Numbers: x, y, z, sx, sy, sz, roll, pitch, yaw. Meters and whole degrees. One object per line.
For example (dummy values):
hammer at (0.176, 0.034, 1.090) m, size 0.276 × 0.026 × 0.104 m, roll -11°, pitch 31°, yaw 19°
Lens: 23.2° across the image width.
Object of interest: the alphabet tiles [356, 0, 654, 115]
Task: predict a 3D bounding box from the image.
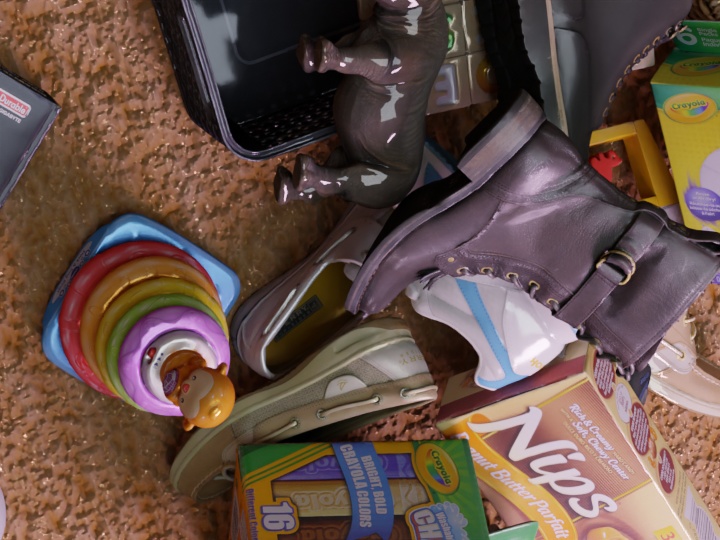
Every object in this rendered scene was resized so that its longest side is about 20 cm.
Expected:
alphabet tiles at (0.090, -0.191, 1.093) m, size 0.199 × 0.008 × 0.168 m, roll -14°, pitch 111°, yaw -17°

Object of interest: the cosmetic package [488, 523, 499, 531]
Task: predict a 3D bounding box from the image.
cosmetic package at (0.026, 0.256, 1.255) m, size 0.199 × 0.103 × 0.088 m, roll -8°, pitch 110°, yaw -17°

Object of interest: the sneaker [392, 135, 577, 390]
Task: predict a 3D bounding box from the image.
sneaker at (0.055, -0.017, 1.130) m, size 0.081 × 0.076 × 0.200 m, roll -38°, pitch 82°, yaw 11°

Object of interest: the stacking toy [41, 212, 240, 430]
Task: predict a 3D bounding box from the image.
stacking toy at (-0.119, 0.051, 1.081) m, size 0.110 × 0.200 × 0.116 m, roll 31°, pitch 94°, yaw -26°

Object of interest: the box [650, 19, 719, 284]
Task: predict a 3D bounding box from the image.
box at (0.266, -0.075, 1.164) m, size 0.048 × 0.117 × 0.201 m, roll -50°, pitch 133°, yaw -38°

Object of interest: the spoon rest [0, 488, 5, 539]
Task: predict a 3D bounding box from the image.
spoon rest at (-0.322, 0.188, 1.133) m, size 0.200 × 0.061 × 0.100 m, roll -30°, pitch 116°, yaw -25°

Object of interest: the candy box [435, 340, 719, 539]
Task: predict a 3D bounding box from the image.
candy box at (0.152, 0.144, 1.193) m, size 0.115 × 0.055 × 0.200 m, roll -22°, pitch 115°, yaw 27°

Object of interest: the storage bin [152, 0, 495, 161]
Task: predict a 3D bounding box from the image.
storage bin at (-0.021, -0.167, 1.113) m, size 0.199 × 0.094 × 0.136 m, roll -21°, pitch 113°, yaw -13°

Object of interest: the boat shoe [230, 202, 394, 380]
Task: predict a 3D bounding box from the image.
boat shoe at (0.000, 0.000, 1.184) m, size 0.200 × 0.070 × 0.071 m, roll -39°, pitch 115°, yaw -6°

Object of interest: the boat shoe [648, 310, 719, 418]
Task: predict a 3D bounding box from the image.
boat shoe at (0.210, 0.044, 1.276) m, size 0.200 × 0.074 × 0.069 m, roll 27°, pitch 101°, yaw -25°

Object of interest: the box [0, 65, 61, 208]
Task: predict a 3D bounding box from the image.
box at (-0.306, -0.084, 1.053) m, size 0.200 × 0.046 × 0.159 m, roll 31°, pitch 93°, yaw -25°

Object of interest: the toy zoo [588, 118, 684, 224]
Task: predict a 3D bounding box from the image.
toy zoo at (0.157, -0.028, 1.219) m, size 0.199 × 0.020 × 0.132 m, roll -16°, pitch 88°, yaw -28°

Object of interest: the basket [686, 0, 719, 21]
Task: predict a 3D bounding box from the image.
basket at (0.321, -0.213, 1.199) m, size 0.200 × 0.149 × 0.143 m, roll -37°, pitch 115°, yaw -6°

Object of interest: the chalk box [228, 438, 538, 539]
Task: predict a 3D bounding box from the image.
chalk box at (0.018, 0.194, 1.144) m, size 0.199 × 0.124 × 0.125 m, roll 0°, pitch 137°, yaw -10°

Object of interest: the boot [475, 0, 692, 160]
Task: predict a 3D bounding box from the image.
boot at (0.157, -0.117, 1.100) m, size 0.138 × 0.077 × 0.201 m, roll -17°, pitch 113°, yaw -21°

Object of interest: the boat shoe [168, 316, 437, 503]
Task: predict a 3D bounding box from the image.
boat shoe at (-0.041, 0.106, 1.166) m, size 0.200 × 0.063 × 0.073 m, roll -33°, pitch 160°, yaw 15°

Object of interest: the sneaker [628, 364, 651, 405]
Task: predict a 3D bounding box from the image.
sneaker at (0.146, 0.130, 1.272) m, size 0.087 × 0.075 × 0.201 m, roll 22°, pitch 125°, yaw 11°

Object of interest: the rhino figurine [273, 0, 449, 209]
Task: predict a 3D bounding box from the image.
rhino figurine at (0.009, -0.124, 1.043) m, size 0.087 × 0.060 × 0.201 m, roll 3°, pitch 116°, yaw -21°

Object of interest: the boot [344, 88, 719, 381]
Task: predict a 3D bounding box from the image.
boot at (0.104, 0.005, 1.054) m, size 0.174 × 0.069 × 0.200 m, roll 41°, pitch 121°, yaw -7°
